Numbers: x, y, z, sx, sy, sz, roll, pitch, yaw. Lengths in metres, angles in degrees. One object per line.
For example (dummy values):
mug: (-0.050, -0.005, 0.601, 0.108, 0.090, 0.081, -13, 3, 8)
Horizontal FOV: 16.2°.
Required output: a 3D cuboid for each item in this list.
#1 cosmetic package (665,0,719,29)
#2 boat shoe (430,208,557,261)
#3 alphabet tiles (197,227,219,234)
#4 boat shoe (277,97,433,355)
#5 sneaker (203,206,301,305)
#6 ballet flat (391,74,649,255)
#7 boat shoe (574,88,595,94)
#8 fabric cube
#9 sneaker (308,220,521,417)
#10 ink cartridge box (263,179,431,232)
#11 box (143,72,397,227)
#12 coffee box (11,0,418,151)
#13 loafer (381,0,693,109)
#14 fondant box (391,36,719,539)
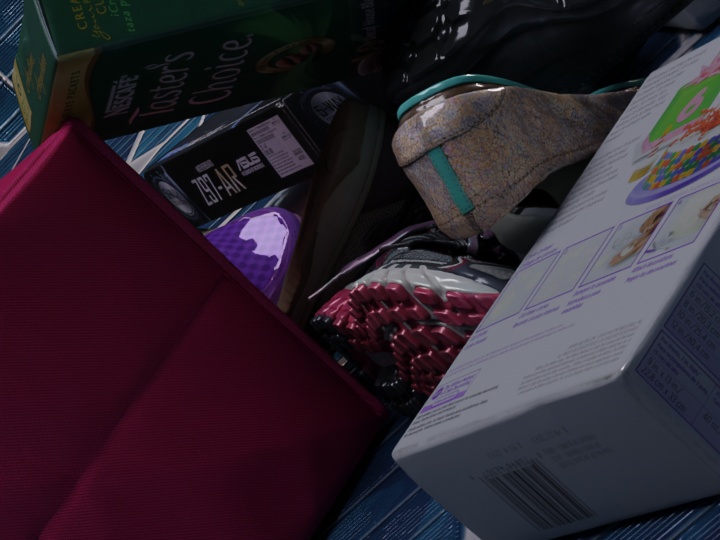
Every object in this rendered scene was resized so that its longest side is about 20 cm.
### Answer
cosmetic package: (0.135, -0.234, 1.236, 0.167, 0.166, 0.200, -47, 13, -3)
boat shoe: (0.050, -0.044, 1.167, 0.071, 0.064, 0.200, -48, 13, -7)
alphabet tiles: (-0.124, 0.068, 1.382, 0.200, 0.008, 0.167, -66, 21, -9)
boat shoe: (0.000, 0.000, 1.155, 0.200, 0.065, 0.072, 108, 177, -51)
sneaker: (-0.114, 0.028, 1.248, 0.200, 0.088, 0.081, -32, 50, 5)
ballet flat: (0.083, -0.036, 0.990, 0.068, 0.067, 0.200, -34, -17, 36)
boat shoe: (0.083, -0.122, 1.188, 0.199, 0.074, 0.068, -39, -31, -68)
fabric cube: (-0.148, 0.094, 1.088, 0.196, 0.200, 0.199, -34, 17, 49)
sneaker: (0.037, 0.010, 1.014, 0.075, 0.081, 0.200, -47, 12, -10)
ink cartridge box: (-0.027, -0.011, 1.371, 0.200, 0.044, 0.174, -45, 12, 10)
box: (-0.014, -0.097, 1.349, 0.160, 0.044, 0.200, -41, 10, -24)
coffee box: (-0.047, -0.108, 1.089, 0.200, 0.044, 0.123, -15, -13, -17)
loafer: (0.089, -0.107, 1.018, 0.201, 0.070, 0.068, -27, 50, 49)
fondant box: (0.113, -0.005, 0.863, 0.200, 0.058, 0.144, -55, 15, -29)
